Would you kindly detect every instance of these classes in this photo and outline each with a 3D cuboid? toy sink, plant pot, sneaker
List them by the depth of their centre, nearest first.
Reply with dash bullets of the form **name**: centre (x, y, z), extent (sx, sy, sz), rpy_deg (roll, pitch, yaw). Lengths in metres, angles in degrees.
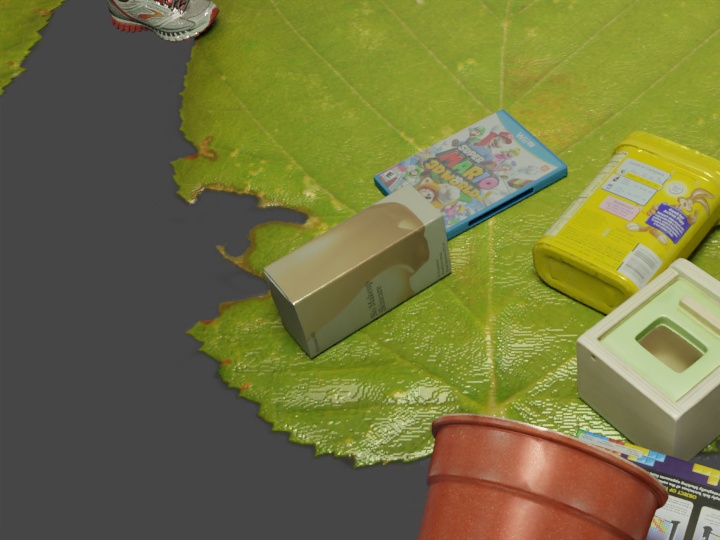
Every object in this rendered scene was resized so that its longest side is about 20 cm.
- **plant pot**: centre (0.122, 0.243, 0.859), extent (0.200, 0.201, 0.196), rpy_deg (12, 69, 22)
- **toy sink**: centre (0.331, 0.077, 1.068), extent (0.200, 0.112, 0.130), rpy_deg (-33, 51, -17)
- **sneaker**: centre (-0.311, -0.408, 1.662), extent (0.200, 0.082, 0.078), rpy_deg (11, 52, 20)

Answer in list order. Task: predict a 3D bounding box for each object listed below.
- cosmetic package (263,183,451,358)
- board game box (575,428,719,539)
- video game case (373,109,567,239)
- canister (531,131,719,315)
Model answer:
- **cosmetic package**: centre (0.000, 0.000, 1.217), extent (0.200, 0.105, 0.071), rpy_deg (-32, 50, -14)
- **board game box**: centre (0.266, 0.249, 0.969), extent (0.200, 0.057, 0.165), rpy_deg (15, 56, 24)
- **video game case**: centre (0.136, -0.119, 1.349), extent (0.200, 0.018, 0.143), rpy_deg (-28, 48, -13)
- **canister**: centre (0.304, -0.050, 1.206), extent (0.148, 0.087, 0.200), rpy_deg (29, 62, 32)
